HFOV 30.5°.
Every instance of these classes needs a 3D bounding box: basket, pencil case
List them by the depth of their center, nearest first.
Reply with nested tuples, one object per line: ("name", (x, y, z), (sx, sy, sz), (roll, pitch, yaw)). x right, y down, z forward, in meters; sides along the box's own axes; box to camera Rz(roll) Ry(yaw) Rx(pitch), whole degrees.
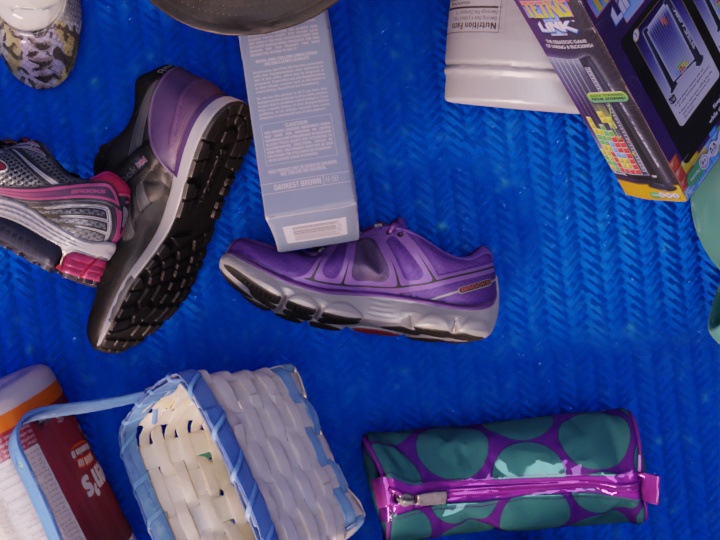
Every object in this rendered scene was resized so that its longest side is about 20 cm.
("basket", (-0.110, 0.155, 0.855), (0.198, 0.139, 0.178), (-8, 66, -41))
("pencil case", (0.102, 0.147, 0.929), (0.197, 0.092, 0.086), (-5, 96, -3))

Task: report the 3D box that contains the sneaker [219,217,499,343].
("sneaker", (0.000, 0.000, 0.927), (0.197, 0.081, 0.085), (8, 79, -11))

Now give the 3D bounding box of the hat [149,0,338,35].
("hat", (-0.055, -0.237, 0.786), (0.198, 0.081, 0.203), (1, 96, 7))

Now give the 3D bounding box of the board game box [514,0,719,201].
("board game box", (0.201, -0.172, 0.819), (0.200, 0.056, 0.166), (-50, 122, -20))

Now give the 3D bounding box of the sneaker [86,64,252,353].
("sneaker", (-0.150, -0.043, 0.916), (0.087, 0.076, 0.202), (32, 102, 22))

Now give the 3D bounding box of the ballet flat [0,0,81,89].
("ballet flat", (-0.227, -0.223, 0.881), (0.071, 0.072, 0.203), (-3, 97, -3))

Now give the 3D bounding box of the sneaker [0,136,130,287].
("sneaker", (-0.244, -0.061, 0.885), (0.198, 0.081, 0.075), (26, 86, 9))

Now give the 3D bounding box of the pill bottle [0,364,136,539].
("pill bottle", (-0.219, 0.176, 0.905), (0.109, 0.110, 0.202), (-25, 97, 0))

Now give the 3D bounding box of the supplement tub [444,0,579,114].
("supplement tub", (0.126, -0.208, 0.872), (0.130, 0.132, 0.203), (3, 96, -4))

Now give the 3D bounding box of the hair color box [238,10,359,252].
("hair color box", (-0.044, -0.123, 0.860), (0.060, 0.099, 0.203), (-8, 79, -1))

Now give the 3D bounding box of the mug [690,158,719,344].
("mug", (0.289, -0.046, 0.897), (0.183, 0.114, 0.153), (-25, 87, -5))
